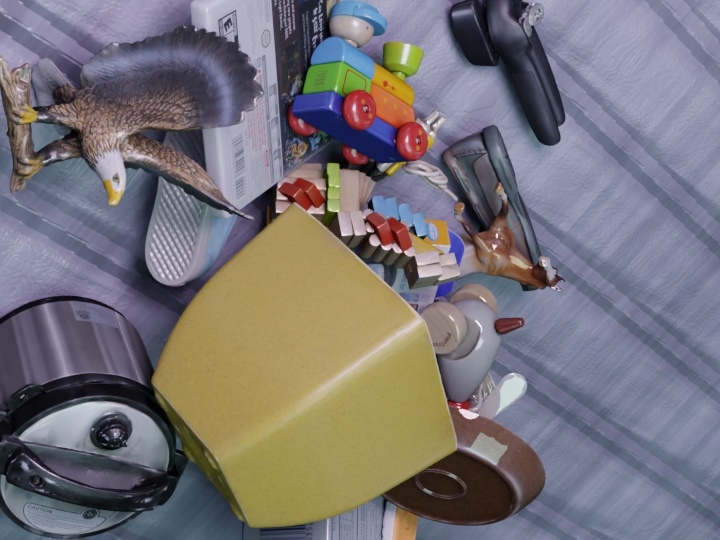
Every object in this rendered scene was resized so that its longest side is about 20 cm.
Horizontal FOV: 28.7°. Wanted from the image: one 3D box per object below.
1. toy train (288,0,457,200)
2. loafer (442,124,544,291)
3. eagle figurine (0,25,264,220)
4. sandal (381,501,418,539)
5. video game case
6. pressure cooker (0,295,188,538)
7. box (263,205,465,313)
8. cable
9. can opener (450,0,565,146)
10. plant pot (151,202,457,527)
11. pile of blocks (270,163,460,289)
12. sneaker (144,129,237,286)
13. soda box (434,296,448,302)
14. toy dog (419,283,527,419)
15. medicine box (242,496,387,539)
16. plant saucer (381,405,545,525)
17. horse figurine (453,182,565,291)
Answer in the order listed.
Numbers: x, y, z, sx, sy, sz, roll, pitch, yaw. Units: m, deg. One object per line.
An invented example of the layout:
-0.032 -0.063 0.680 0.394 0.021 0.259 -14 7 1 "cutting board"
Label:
0.032 -0.151 1.267 0.200 0.084 0.116 25 73 -43 "toy train"
0.139 -0.058 1.444 0.063 0.072 0.201 -17 124 9 "loafer"
-0.184 -0.109 1.132 0.199 0.152 0.152 -5 84 -12 "eagle figurine"
0.068 0.227 1.519 0.059 0.208 0.079 -6 149 22 "sandal"
-0.074 -0.170 1.215 0.182 0.023 0.201 -40 140 -41 "video game case"
-0.260 0.140 1.270 0.175 0.200 0.179 -21 129 -10 "pressure cooker"
0.000 0.000 1.366 0.199 0.042 0.119 5 135 -8 "box"
-0.002 -0.084 1.346 0.097 0.050 0.200 17 112 -52 "cable"
0.158 -0.200 1.359 0.200 0.078 0.064 50 53 -44 "can opener"
-0.063 0.103 1.225 0.200 0.195 0.195 -34 140 -15 "plant pot"
0.009 -0.052 1.286 0.199 0.062 0.082 25 73 -4 "pile of blocks"
-0.139 -0.085 1.281 0.201 0.074 0.082 -68 166 12 "sneaker"
0.026 0.110 1.488 0.200 0.068 0.064 -43 129 6 "soda box"
0.124 0.106 1.393 0.132 0.096 0.201 -55 137 -40 "toy dog"
-0.035 0.296 1.465 0.102 0.183 0.200 -7 163 23 "medicine box"
0.081 0.198 1.387 0.199 0.035 0.201 12 145 9 "plant saucer"
0.091 -0.023 1.410 0.199 0.050 0.133 -10 138 23 "horse figurine"
